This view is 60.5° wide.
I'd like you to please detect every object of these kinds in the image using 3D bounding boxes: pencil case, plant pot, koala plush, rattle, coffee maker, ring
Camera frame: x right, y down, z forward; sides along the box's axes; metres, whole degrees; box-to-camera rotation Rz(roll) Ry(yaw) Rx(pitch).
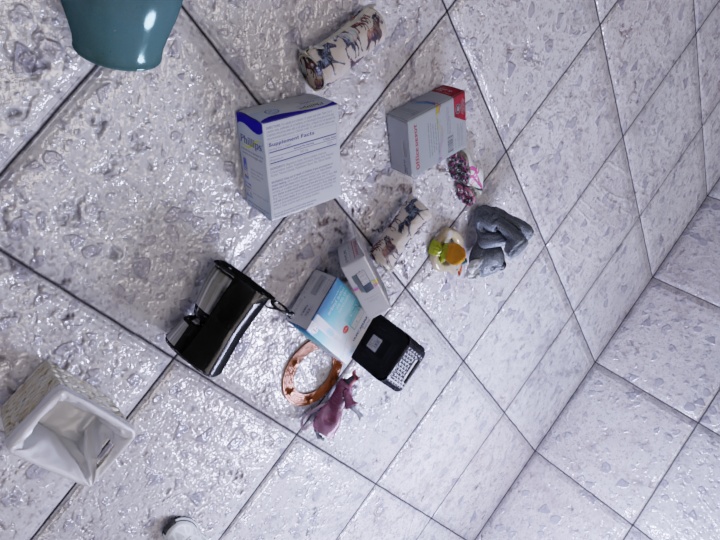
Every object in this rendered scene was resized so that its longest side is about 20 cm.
[{"bbox_3d":[-0.035,-0.454,1.252,0.199,0.077,0.090,-43,150,-17],"label":"pencil case"},{"bbox_3d":[-0.350,-0.410,0.903,0.196,0.200,0.191,-14,137,-37],"label":"plant pot"},{"bbox_3d":[0.384,-0.068,1.829,0.177,0.181,0.203,-36,155,-59],"label":"koala plush"},{"bbox_3d":[0.292,-0.029,1.768,0.200,0.140,0.133,48,60,-41],"label":"rattle"},{"bbox_3d":[-0.273,0.111,1.258,0.203,0.190,0.134,-57,154,1],"label":"coffee maker"},{"bbox_3d":[-0.120,0.268,1.621,0.197,0.019,0.206,-22,125,-34],"label":"ring"},{"bbox_3d":[0.104,-0.094,1.579,0.202,0.077,0.090,-54,167,-7],"label":"pencil case"}]

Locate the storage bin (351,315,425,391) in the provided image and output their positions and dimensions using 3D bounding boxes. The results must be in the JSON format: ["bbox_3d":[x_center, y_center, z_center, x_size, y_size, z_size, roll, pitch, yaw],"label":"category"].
[{"bbox_3d":[0.055,0.202,1.616,0.137,0.198,0.094,-54,137,-3],"label":"storage bin"}]

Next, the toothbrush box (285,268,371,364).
[{"bbox_3d":[-0.071,0.116,1.522,0.149,0.084,0.200,-58,140,-14],"label":"toothbrush box"}]

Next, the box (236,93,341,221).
[{"bbox_3d":[-0.140,-0.233,1.254,0.181,0.104,0.205,-23,128,-32],"label":"box"}]

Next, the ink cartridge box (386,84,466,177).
[{"bbox_3d":[0.163,-0.341,1.502,0.197,0.082,0.149,-31,132,-27],"label":"ink cartridge box"}]

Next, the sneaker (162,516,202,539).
[{"bbox_3d":[-0.401,0.687,1.513,0.075,0.114,0.203,-41,135,-17],"label":"sneaker"}]

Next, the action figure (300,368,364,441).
[{"bbox_3d":[-0.066,0.352,1.682,0.146,0.134,0.204,26,96,-21],"label":"action figure"}]

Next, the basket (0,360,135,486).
[{"bbox_3d":[-0.542,0.282,1.144,0.136,0.122,0.201,-48,136,-11],"label":"basket"}]

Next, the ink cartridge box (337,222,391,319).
[{"bbox_3d":[0.000,0.000,1.486,0.066,0.118,0.203,-25,117,5],"label":"ink cartridge box"}]

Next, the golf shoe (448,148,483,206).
[{"bbox_3d":[0.292,-0.271,1.680,0.093,0.072,0.201,-52,148,-16],"label":"golf shoe"}]
